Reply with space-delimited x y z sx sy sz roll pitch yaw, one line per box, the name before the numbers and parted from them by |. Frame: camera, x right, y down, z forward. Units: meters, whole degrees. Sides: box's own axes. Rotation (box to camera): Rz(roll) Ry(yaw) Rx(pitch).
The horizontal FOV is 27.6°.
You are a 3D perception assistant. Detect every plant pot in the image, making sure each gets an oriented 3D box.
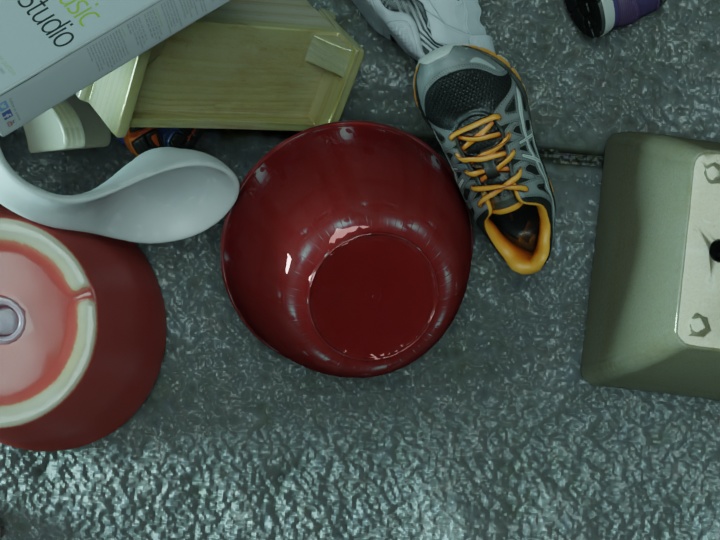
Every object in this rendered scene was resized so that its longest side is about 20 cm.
plant pot | -0.247 0.039 1.073 0.197 0.177 0.204 0 87 -2
plant pot | 0.283 -0.004 1.082 0.197 0.177 0.203 7 87 1

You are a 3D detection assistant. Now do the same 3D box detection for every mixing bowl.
mixing bowl | 0.000 0.000 1.076 0.197 0.109 0.203 -3 109 -10

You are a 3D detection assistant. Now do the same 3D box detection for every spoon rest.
spoon rest | -0.176 -0.056 1.032 0.198 0.099 0.061 9 51 -34

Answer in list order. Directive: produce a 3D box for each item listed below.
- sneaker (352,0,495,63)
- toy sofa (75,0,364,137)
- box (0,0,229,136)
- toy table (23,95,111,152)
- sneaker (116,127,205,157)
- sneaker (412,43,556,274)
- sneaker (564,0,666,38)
sneaker | 0.084 -0.195 1.141 0.115 0.075 0.200 -41 90 -4
toy sofa | -0.106 -0.154 1.069 0.098 0.198 0.084 47 127 38
box | -0.189 -0.188 0.976 0.199 0.037 0.144 -34 54 -16
toy table | -0.267 -0.144 1.094 0.198 0.183 0.119 -10 98 -34
sneaker | -0.129 -0.172 1.138 0.201 0.078 0.076 -51 127 -18
sneaker | 0.100 -0.082 1.083 0.077 0.078 0.201 -22 127 17
sneaker | 0.186 -0.292 1.146 0.087 0.076 0.202 -23 106 -13
